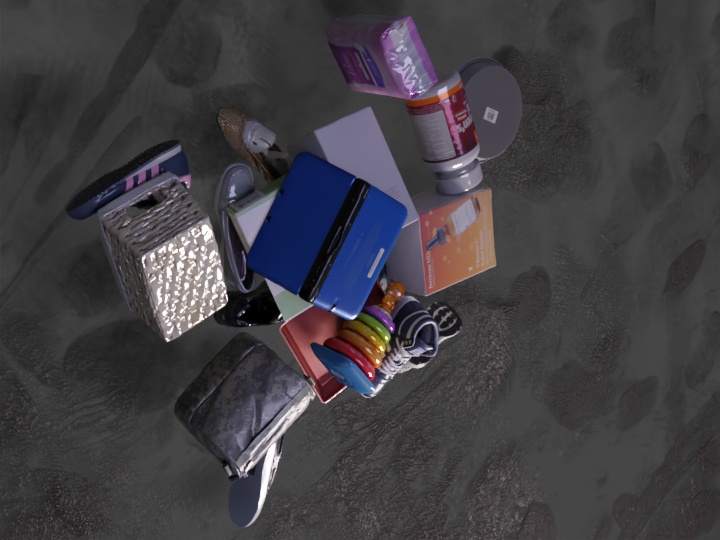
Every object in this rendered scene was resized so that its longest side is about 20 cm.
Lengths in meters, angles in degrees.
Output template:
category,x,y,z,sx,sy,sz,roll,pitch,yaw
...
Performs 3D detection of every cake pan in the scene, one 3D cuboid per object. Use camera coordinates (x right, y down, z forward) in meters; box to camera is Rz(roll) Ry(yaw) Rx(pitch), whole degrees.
category,x,y,z,sx,sy,sz,roll,pitch,yaw
cake pan,0.236,-0.302,1.804,0.198,0.036,0.204,-13,111,-35

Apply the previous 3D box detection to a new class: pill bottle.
category,x,y,z,sx,sy,sz,roll,pitch,yaw
pill bottle,0.152,-0.247,1.700,0.109,0.109,0.203,-33,118,-26

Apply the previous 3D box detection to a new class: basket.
category,x,y,z,sx,sy,sz,roll,pitch,yaw
basket,-0.282,-0.015,1.385,0.135,0.123,0.202,-34,143,-25

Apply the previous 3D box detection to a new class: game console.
category,x,y,z,sx,sy,sz,roll,pitch,yaw
game console,-0.050,-0.052,1.467,0.170,0.118,0.203,26,92,-44

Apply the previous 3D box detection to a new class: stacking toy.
category,x,y,z,sx,sy,sz,roll,pitch,yaw
stacking toy,0.017,0.102,1.652,0.201,0.115,0.110,-55,133,-17

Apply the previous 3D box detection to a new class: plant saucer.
category,x,y,z,sx,sy,sz,roll,pitch,yaw
plant saucer,-0.036,0.105,1.691,0.199,0.037,0.201,-38,126,-14

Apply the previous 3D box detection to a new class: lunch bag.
category,x,y,z,sx,sy,sz,roll,pitch,yaw
lunch bag,-0.184,0.226,1.543,0.200,0.167,0.140,-45,126,-18

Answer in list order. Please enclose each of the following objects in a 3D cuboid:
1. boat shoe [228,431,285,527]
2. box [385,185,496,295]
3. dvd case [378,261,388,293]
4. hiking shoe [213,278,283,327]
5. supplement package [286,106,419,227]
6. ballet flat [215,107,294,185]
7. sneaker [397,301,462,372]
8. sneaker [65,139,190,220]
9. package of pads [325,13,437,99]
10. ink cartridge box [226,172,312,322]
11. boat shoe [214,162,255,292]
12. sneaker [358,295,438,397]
category,x,y,z,sx,sy,sz,roll,pitch,yaw
boat shoe,-0.176,0.351,1.657,0.066,0.069,0.204,-3,109,-56
box,0.144,-0.061,1.742,0.198,0.105,0.155,-22,113,-38
dvd case,0.000,0.000,1.716,0.147,0.022,0.201,-50,129,-15
hiking shoe,-0.141,0.057,1.570,0.198,0.100,0.077,-22,116,-32
supplement package,-0.014,-0.144,1.559,0.120,0.119,0.203,-27,96,-28
ballet flat,-0.147,-0.189,1.505,0.200,0.064,0.071,46,50,-34
sneaker,0.122,0.131,1.833,0.077,0.089,0.199,49,46,4
sneaker,-0.332,-0.112,1.389,0.199,0.070,0.083,-34,120,-24
package of pads,0.030,-0.348,1.523,0.075,0.199,0.122,-36,119,-17
ink cartridge box,-0.108,-0.042,1.507,0.144,0.048,0.203,-31,117,-17
boat shoe,-0.191,-0.069,1.517,0.073,0.064,0.206,-5,106,-37
sneaker,0.068,0.153,1.688,0.069,0.108,0.202,23,98,-37
